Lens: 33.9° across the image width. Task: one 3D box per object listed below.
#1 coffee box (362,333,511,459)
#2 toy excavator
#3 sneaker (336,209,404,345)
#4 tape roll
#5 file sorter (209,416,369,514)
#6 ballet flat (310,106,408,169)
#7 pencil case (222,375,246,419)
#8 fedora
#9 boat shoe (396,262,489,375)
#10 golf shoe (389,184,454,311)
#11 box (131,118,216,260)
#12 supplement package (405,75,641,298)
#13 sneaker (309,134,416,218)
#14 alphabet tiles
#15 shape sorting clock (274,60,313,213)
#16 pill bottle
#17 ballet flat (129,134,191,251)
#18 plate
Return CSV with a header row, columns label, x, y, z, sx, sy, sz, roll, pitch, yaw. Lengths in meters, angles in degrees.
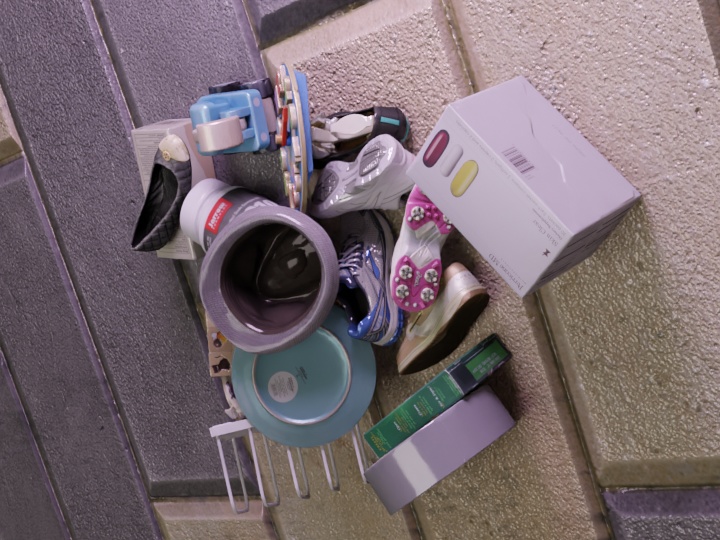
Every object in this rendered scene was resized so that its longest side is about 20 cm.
label,x,y,z,sx,sy,sz,roll,pitch,yaw
coffee box,0.099,0.166,1.543,0.044,0.123,0.200,52,133,7
toy excavator,-0.184,-0.191,1.592,0.193,0.199,0.101,2,110,42
sneaker,0.000,0.000,1.566,0.077,0.085,0.202,-27,70,45
tape roll,0.101,0.228,1.509,0.066,0.199,0.200,54,134,10
file sorter,-0.093,0.259,1.657,0.197,0.139,0.126,-14,79,2
ballet flat,-0.027,-0.181,1.543,0.199,0.068,0.069,-13,75,43
pencil case,-0.094,0.148,1.646,0.198,0.090,0.078,-17,121,6
fedora,-0.105,0.004,1.538,0.177,0.090,0.200,44,114,6
boat shoe,0.099,0.064,1.541,0.200,0.073,0.067,-53,56,43
golf shoe,0.078,-0.052,1.488,0.092,0.074,0.202,-136,65,-77
box,-0.272,-0.123,1.789,0.094,0.077,0.203,5,111,40
supplement package,0.182,-0.097,1.327,0.200,0.155,0.111,48,133,16
sneaker,0.011,-0.101,1.531,0.199,0.099,0.079,-20,52,51
alphabet tiles,-0.111,0.087,1.603,0.197,0.006,0.169,-5,94,5
shape sorting clock,-0.091,-0.171,1.540,0.200,0.039,0.203,177,90,-81
pill bottle,-0.159,-0.052,1.689,0.199,0.113,0.115,28,125,31
ballet flat,-0.289,-0.107,1.717,0.066,0.057,0.202,35,126,22
plate,-0.077,0.137,1.581,0.197,0.026,0.203,0,90,4
